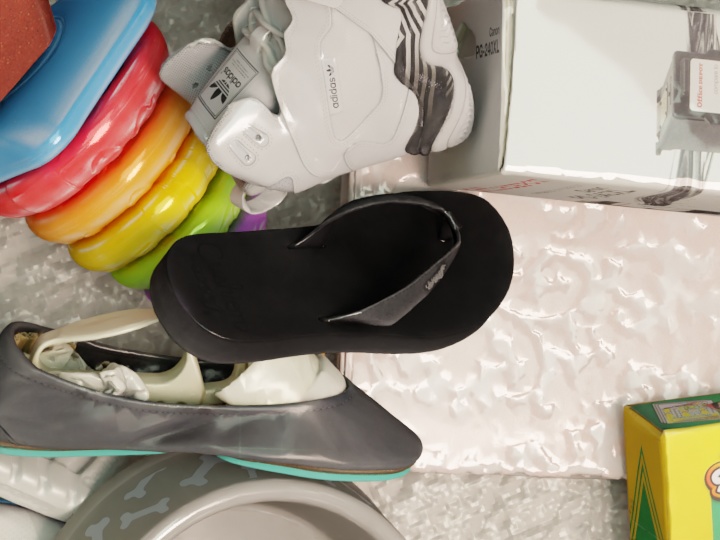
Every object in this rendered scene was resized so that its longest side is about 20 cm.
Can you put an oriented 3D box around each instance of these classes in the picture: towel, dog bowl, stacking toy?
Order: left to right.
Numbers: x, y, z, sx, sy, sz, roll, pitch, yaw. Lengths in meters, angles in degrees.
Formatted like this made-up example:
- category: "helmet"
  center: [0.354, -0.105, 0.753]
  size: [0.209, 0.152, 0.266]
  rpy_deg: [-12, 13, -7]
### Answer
- category: "stacking toy"
  center: [-0.084, -0.024, 1.266]
  size: [0.200, 0.116, 0.110]
  rpy_deg: [44, 55, -21]
- category: "dog bowl"
  center: [-0.051, 0.177, 1.257]
  size: [0.200, 0.059, 0.200]
  rpy_deg: [-2, 95, -24]
- category: "towel"
  center: [0.087, 0.004, 1.336]
  size: [0.200, 0.032, 0.191]
  rpy_deg: [4, 86, -12]

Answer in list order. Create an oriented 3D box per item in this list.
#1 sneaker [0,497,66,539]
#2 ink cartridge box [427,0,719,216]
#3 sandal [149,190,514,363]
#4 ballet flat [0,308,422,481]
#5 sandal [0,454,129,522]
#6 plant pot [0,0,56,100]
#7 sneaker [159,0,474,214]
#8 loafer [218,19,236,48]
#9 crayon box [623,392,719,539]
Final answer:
- category: "sneaker"
  center: [-0.208, 0.131, 1.237]
  size: [0.200, 0.087, 0.075]
  rpy_deg: [6, 83, -13]
- category: "ink cartridge box"
  center: [0.139, -0.070, 1.260]
  size: [0.200, 0.145, 0.084]
  rpy_deg: [5, 88, -11]
- category: "sandal"
  center: [0.000, 0.001, 1.232]
  size: [0.200, 0.043, 0.076]
  rpy_deg: [-14, 63, -44]
- category: "ballet flat"
  center: [-0.068, 0.051, 1.228]
  size: [0.200, 0.073, 0.073]
  rpy_deg: [5, 85, -7]
- category: "sandal"
  center: [-0.199, 0.064, 1.258]
  size: [0.202, 0.050, 0.083]
  rpy_deg: [31, 36, -12]
- category: "plant pot"
  center: [-0.248, -0.123, 1.172]
  size: [0.200, 0.200, 0.176]
  rpy_deg: [-51, 130, -12]
- category: "sneaker"
  center: [-0.029, -0.106, 1.158]
  size: [0.115, 0.075, 0.200]
  rpy_deg: [-28, 134, -6]
- category: "loafer"
  center: [-0.005, -0.140, 1.293]
  size: [0.071, 0.073, 0.200]
  rpy_deg: [42, 51, 10]
- category: "crayon box"
  center: [0.229, 0.139, 1.326]
  size: [0.200, 0.058, 0.173]
  rpy_deg: [-6, 100, -14]
